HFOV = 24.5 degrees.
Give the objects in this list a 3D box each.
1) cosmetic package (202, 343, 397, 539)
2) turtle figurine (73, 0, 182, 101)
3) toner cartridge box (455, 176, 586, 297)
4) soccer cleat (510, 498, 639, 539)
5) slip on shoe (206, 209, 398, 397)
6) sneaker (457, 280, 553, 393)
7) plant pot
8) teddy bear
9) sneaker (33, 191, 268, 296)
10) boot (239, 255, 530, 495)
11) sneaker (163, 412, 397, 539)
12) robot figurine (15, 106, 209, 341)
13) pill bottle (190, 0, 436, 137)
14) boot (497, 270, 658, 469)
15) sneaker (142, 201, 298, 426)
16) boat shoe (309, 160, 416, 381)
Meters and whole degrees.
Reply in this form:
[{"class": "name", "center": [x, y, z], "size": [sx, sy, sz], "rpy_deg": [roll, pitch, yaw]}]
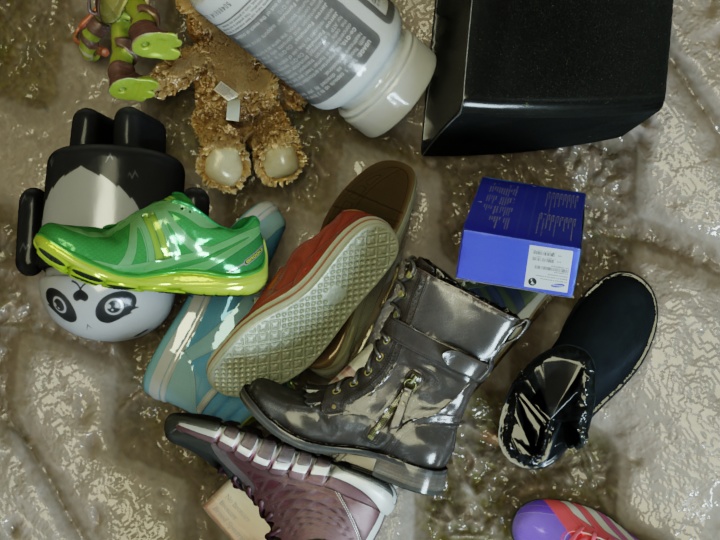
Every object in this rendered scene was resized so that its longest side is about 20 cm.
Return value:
[{"class": "cosmetic package", "center": [-0.025, 0.168, 1.419], "size": [0.200, 0.087, 0.103], "rpy_deg": [-45, 80, -2]}, {"class": "turtle figurine", "center": [-0.196, -0.237, 1.443], "size": [0.200, 0.064, 0.162], "rpy_deg": [-42, 45, 27]}, {"class": "toner cartridge box", "center": [0.136, -0.031, 1.376], "size": [0.095, 0.200, 0.043], "rpy_deg": [11, 106, 6]}, {"class": "soccer cleat", "center": [0.219, 0.251, 1.393], "size": [0.200, 0.073, 0.068], "rpy_deg": [29, 86, 8]}, {"class": "slip on shoe", "center": [-0.052, 0.027, 1.393], "size": [0.200, 0.061, 0.074], "rpy_deg": [-47, 124, 2]}, {"class": "sneaker", "center": [0.099, 0.030, 1.406], "size": [0.090, 0.067, 0.200], "rpy_deg": [39, 60, 9]}, {"class": "plant pot", "center": [0.161, -0.201, 1.408], "size": [0.177, 0.200, 0.200], "rpy_deg": [6, 83, -6]}, {"class": "teddy bear", "center": [-0.113, -0.160, 1.477], "size": [0.145, 0.067, 0.200], "rpy_deg": [-27, 79, -15]}, {"class": "sneaker", "center": [-0.171, -0.024, 1.359], "size": [0.199, 0.074, 0.084], "rpy_deg": [5, 87, -27]}, {"class": "boot", "center": [0.018, 0.070, 1.329], "size": [0.199, 0.069, 0.175], "rpy_deg": [21, 99, 7]}, {"class": "sneaker", "center": [-0.079, 0.193, 1.341], "size": [0.199, 0.076, 0.116], "rpy_deg": [19, 88, 7]}, {"class": "robot figurine", "center": [-0.217, -0.039, 1.444], "size": [0.124, 0.150, 0.201], "rpy_deg": [8, 81, -31]}, {"class": "pill bottle", "center": [-0.037, -0.211, 1.425], "size": [0.200, 0.114, 0.114], "rpy_deg": [38, 86, -22]}, {"class": "boot", "center": [0.184, 0.080, 1.372], "size": [0.076, 0.168, 0.200], "rpy_deg": [36, 86, 9]}, {"class": "sneaker", "center": [-0.088, 0.050, 1.448], "size": [0.130, 0.080, 0.200], "rpy_deg": [31, 95, 10]}, {"class": "boat shoe", "center": [0.000, 0.000, 1.453], "size": [0.072, 0.065, 0.201], "rpy_deg": [14, 75, 27]}]
